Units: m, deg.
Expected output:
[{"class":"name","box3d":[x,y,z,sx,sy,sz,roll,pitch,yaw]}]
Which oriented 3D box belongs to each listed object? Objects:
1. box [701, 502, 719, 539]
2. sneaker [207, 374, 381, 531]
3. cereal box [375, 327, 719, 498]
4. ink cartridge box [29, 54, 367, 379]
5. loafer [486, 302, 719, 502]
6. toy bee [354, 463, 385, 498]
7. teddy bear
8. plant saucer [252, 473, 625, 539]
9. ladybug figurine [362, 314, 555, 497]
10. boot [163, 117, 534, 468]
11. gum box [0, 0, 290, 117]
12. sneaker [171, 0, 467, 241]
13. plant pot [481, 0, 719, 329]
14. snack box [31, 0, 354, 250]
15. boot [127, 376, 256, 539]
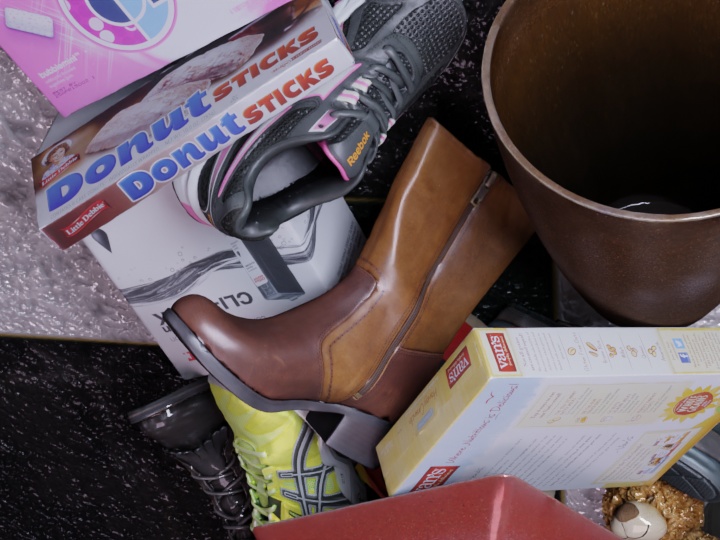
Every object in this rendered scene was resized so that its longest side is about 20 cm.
[{"class":"box","box3d":[0.305,0.152,1.050,0.081,0.069,0.201,13,134,3]},{"class":"sneaker","box3d":[-0.045,0.143,1.009,0.075,0.076,0.201,12,142,55]},{"class":"cereal box","box3d":[0.125,0.085,0.898,0.198,0.040,0.144,2,145,-27]},{"class":"ink cartridge box","box3d":[-0.095,-0.035,0.976,0.143,0.084,0.201,-14,127,25]},{"class":"loafer","box3d":[0.178,0.080,1.033,0.199,0.063,0.072,36,159,0]},{"class":"toy bee","box3d":[0.081,0.153,1.107,0.198,0.110,0.131,12,166,22]},{"class":"teddy bear","box3d":[0.222,0.235,1.072,0.066,0.145,0.202,-11,101,-23]},{"class":"plant saucer","box3d":[0.064,0.194,0.960,0.199,0.037,0.199,-17,146,34]},{"class":"ladybug figurine","box3d":[0.050,0.103,1.006,0.136,0.072,0.200,-48,68,22]},{"class":"boot","box3d":[0.000,0.000,0.903,0.187,0.068,0.201,32,93,-25]},{"class":"gum box","box3d":[-0.137,-0.179,0.866,0.199,0.066,0.114,-21,124,31]},{"class":"sneaker","box3d":[-0.010,-0.083,0.854,0.200,0.086,0.080,-44,124,-1]},{"class":"plant pot","box3d":[0.166,-0.054,0.842,0.185,0.189,0.201,4,150,11]},{"class":"snack box","box3d":[-0.098,-0.089,0.848,0.199,0.072,0.024,-32,131,9]},{"class":"boot","box3d":[-0.083,0.171,1.063,0.069,0.176,0.200,-23,161,17]}]
